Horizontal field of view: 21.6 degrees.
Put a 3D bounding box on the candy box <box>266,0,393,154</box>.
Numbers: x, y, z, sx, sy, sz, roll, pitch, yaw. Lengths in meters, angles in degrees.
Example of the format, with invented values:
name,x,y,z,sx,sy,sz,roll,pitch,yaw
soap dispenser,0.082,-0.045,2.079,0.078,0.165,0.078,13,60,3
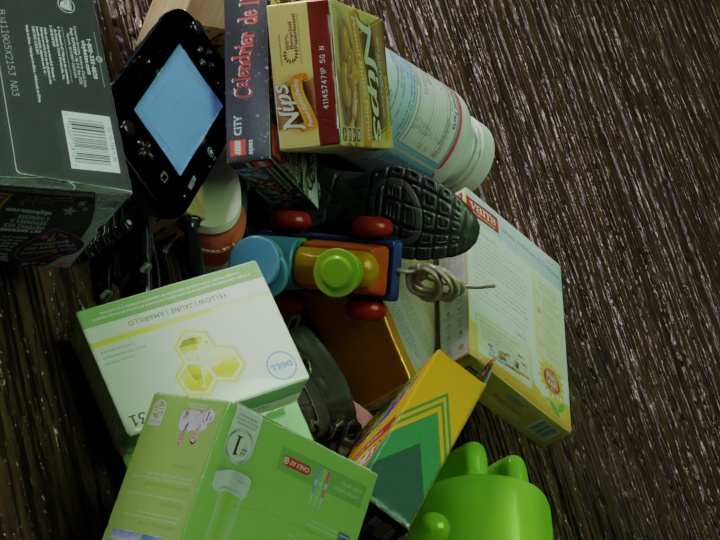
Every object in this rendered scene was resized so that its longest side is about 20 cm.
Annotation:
name,x,y,z,sx,sy,sz,roll,pitch,yaw
candy box,-0.022,-0.155,1.542,0.200,0.055,0.116,-13,99,-76

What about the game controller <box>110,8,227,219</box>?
name,x,y,z,sx,sy,sz,roll,pitch,yaw
game controller,-0.144,-0.121,1.437,0.104,0.042,0.200,48,33,-17

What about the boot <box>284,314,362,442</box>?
name,x,y,z,sx,sy,sz,roll,pitch,yaw
boot,-0.052,0.125,1.456,0.174,0.069,0.200,1,63,-56

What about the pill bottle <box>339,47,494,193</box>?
name,x,y,z,sx,sy,sz,roll,pitch,yaw
pill bottle,0.032,-0.140,1.764,0.200,0.109,0.109,27,43,-42

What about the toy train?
name,x,y,z,sx,sy,sz,roll,pitch,yaw
toy train,0.000,0.000,1.499,0.116,0.200,0.085,-7,102,-75

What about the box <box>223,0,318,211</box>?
name,x,y,z,sx,sy,sz,roll,pitch,yaw
box,-0.072,-0.162,1.538,0.137,0.038,0.200,46,40,-69

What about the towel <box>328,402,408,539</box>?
name,x,y,z,sx,sy,sz,roll,pitch,yaw
towel,0.033,0.214,1.538,0.146,0.030,0.200,31,41,-37

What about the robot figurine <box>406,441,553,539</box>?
name,x,y,z,sx,sy,sz,roll,pitch,yaw
robot figurine,0.095,0.239,1.476,0.175,0.116,0.200,22,50,-32

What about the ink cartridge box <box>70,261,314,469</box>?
name,x,y,z,sx,sy,sz,roll,pitch,yaw
ink cartridge box,-0.104,0.104,1.338,0.145,0.048,0.200,-16,66,-24

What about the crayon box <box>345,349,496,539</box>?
name,x,y,z,sx,sy,sz,roll,pitch,yaw
crayon box,0.025,0.147,1.455,0.051,0.127,0.200,37,43,-3

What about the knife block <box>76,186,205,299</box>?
name,x,y,z,sx,sy,sz,roll,pitch,yaw
knife block,-0.159,-0.058,1.464,0.176,0.064,0.200,55,31,-7

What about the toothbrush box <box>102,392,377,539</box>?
name,x,y,z,sx,sy,sz,roll,pitch,yaw
toothbrush box,-0.092,0.199,1.238,0.146,0.086,0.200,30,71,-39

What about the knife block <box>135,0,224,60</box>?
name,x,y,z,sx,sy,sz,roll,pitch,yaw
knife block,-0.136,-0.265,1.659,0.200,0.064,0.176,-3,65,-55

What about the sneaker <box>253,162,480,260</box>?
name,x,y,z,sx,sy,sz,roll,pitch,yaw
sneaker,0.013,-0.055,1.606,0.091,0.200,0.076,7,98,-68

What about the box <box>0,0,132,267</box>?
name,x,y,z,sx,sy,sz,roll,pitch,yaw
box,-0.252,-0.115,1.308,0.132,0.115,0.200,4,60,-35

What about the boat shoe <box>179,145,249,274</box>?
name,x,y,z,sx,sy,sz,roll,pitch,yaw
boat shoe,-0.121,-0.088,1.549,0.063,0.071,0.200,89,-2,-49

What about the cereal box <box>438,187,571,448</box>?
name,x,y,z,sx,sy,sz,roll,pitch,yaw
cereal box,0.126,0.040,1.666,0.144,0.039,0.200,38,36,-32

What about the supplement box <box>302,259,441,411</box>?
name,x,y,z,sx,sy,sz,roll,pitch,yaw
supplement box,0.046,0.047,1.656,0.200,0.073,0.126,-4,67,-56
